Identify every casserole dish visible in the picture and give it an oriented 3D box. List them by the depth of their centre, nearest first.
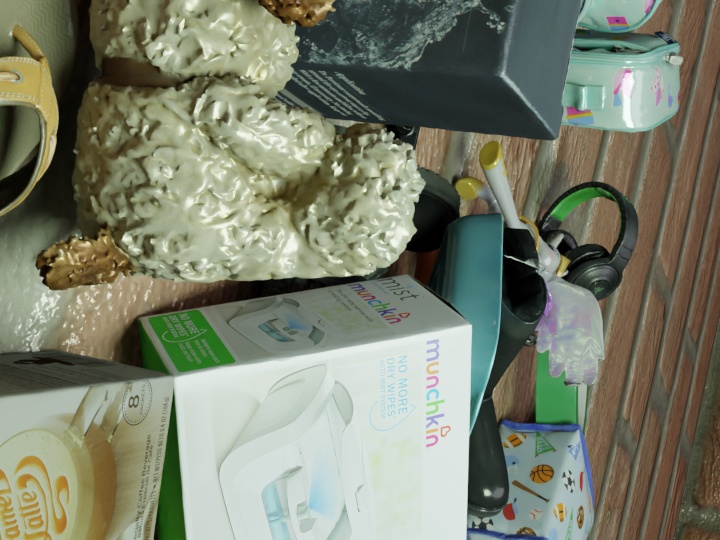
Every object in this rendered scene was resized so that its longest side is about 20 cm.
[{"bbox_3d":[0.064,0.040,0.776,0.201,0.038,0.122,-79,-176,-53],"label":"casserole dish"}]

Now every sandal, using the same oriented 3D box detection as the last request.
[{"bbox_3d":[-0.163,-0.055,0.469,0.081,0.054,0.201,73,30,-44],"label":"sandal"}]

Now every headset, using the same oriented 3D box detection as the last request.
[{"bbox_3d":[0.223,-0.008,1.236,0.094,0.123,0.201,25,94,-38],"label":"headset"}]

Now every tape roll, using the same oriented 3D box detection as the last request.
[{"bbox_3d":[0.244,0.122,1.339,0.200,0.048,0.203,1,90,-75],"label":"tape roll"}]

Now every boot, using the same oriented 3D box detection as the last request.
[{"bbox_3d":[-0.002,0.000,0.793,0.211,0.079,0.159,21,75,-56],"label":"boot"},{"bbox_3d":[0.108,0.085,0.912,0.065,0.166,0.201,-5,145,-25],"label":"boot"}]

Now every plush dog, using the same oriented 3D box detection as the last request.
[{"bbox_3d":[-0.083,-0.085,0.523,0.160,0.199,0.174,-9,103,-40],"label":"plush dog"}]

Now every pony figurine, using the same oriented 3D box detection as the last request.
[{"bbox_3d":[0.140,0.009,1.043,0.200,0.165,0.195,42,52,-43],"label":"pony figurine"}]

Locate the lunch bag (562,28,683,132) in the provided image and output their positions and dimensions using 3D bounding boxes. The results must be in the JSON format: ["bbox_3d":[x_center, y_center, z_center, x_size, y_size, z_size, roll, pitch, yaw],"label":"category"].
[{"bbox_3d":[0.176,-0.169,0.970,0.160,0.198,0.078,-23,117,-58],"label":"lunch bag"}]

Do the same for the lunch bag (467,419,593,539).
[{"bbox_3d":[0.194,0.296,1.256,0.171,0.123,0.201,-60,140,-40],"label":"lunch bag"}]

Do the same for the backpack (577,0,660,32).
[{"bbox_3d":[0.173,-0.285,0.925,0.153,0.198,0.177,-50,142,-46],"label":"backpack"}]

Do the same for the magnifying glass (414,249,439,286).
[{"bbox_3d":[0.043,0.077,0.907,0.079,0.022,0.202,4,96,-64],"label":"magnifying glass"}]

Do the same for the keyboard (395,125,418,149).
[{"bbox_3d":[0.039,-0.160,0.897,0.104,0.039,0.202,81,21,-83],"label":"keyboard"}]

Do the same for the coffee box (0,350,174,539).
[{"bbox_3d":[-0.173,0.100,0.474,0.200,0.079,0.116,0,98,-64],"label":"coffee box"}]

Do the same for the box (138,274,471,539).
[{"bbox_3d":[-0.031,0.120,0.665,0.175,0.097,0.202,-8,111,-21],"label":"box"}]

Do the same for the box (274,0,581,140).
[{"bbox_3d":[0.028,-0.194,0.656,0.117,0.198,0.199,24,76,-63],"label":"box"}]
